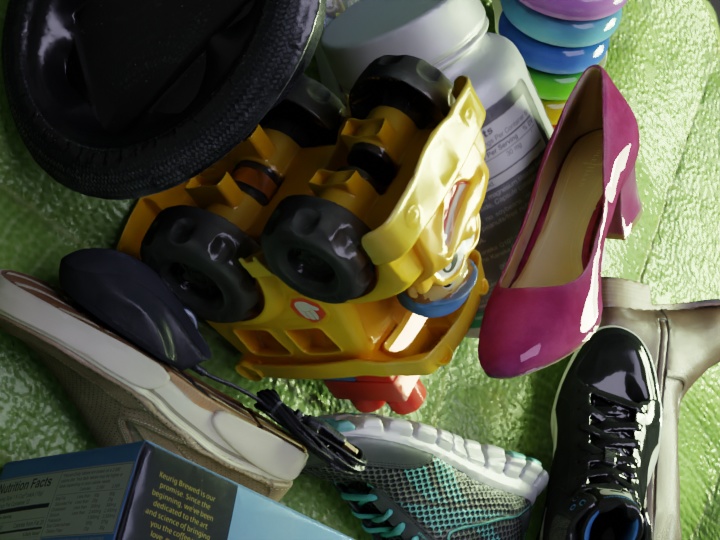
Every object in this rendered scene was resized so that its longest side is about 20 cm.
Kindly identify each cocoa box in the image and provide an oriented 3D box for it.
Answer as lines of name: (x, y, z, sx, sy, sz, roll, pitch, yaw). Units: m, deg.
cocoa box: (-0.084, 0.183, 0.926, 0.199, 0.133, 0.132, 30, 62, -34)

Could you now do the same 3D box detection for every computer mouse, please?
computer mouse: (-0.072, 0.045, 0.975, 0.200, 0.059, 0.034, 35, 90, -22)

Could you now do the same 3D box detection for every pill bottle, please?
pill bottle: (0.060, -0.070, 1.108, 0.113, 0.113, 0.201, -45, 118, -38)

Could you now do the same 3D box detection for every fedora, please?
fedora: (-0.087, -0.123, 0.960, 0.091, 0.199, 0.202, 15, 71, -57)

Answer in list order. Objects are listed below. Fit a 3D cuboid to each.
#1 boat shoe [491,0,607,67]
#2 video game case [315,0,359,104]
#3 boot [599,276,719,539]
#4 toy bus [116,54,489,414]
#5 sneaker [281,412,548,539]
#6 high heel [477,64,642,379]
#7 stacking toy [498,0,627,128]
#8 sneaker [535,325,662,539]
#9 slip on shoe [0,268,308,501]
boat shoe: (0.108, -0.196, 1.204, 0.202, 0.072, 0.061, 45, 42, -48)
video game case: (0.011, -0.210, 1.172, 0.143, 0.018, 0.201, -14, 90, -42)
boot: (0.212, 0.117, 1.254, 0.185, 0.064, 0.201, 10, 71, -27)
toy bus: (0.000, 0.000, 1.005, 0.192, 0.199, 0.136, 55, 50, -29)
sneaker: (0.032, 0.138, 1.084, 0.199, 0.077, 0.092, 20, 72, -36)
high heel: (0.107, -0.028, 1.018, 0.200, 0.067, 0.096, -47, 130, -42)
stacking toy: (0.113, -0.126, 1.155, 0.085, 0.085, 0.201, -36, 149, -40)
sneaker: (0.154, 0.124, 1.135, 0.073, 0.112, 0.201, 14, 76, -4)
slip on shoe: (-0.118, 0.071, 0.970, 0.200, 0.076, 0.061, 35, 91, -31)
